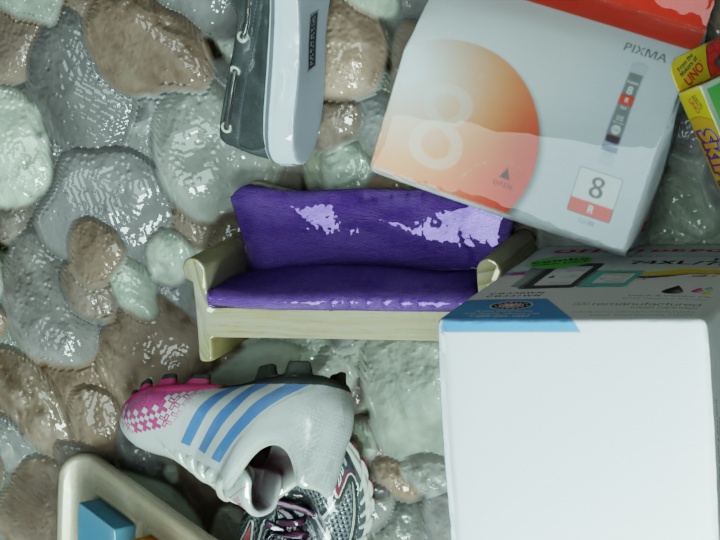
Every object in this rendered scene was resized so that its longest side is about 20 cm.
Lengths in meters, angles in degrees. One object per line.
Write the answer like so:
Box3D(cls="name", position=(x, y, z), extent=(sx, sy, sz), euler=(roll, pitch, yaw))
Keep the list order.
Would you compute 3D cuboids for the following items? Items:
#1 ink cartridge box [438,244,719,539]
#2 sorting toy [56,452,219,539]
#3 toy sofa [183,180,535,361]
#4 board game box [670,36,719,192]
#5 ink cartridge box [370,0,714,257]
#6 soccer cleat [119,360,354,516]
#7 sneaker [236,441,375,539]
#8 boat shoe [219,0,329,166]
Box3D(cls="ink cartridge box", position=(0.145, 0.075, 1.227), extent=(0.146, 0.200, 0.147), euler=(-1, 101, 20))
Box3D(cls="sorting toy", position=(-0.142, 0.232, 1.416), extent=(0.200, 0.036, 0.186), euler=(22, 113, 49))
Box3D(cls="toy sofa", position=(0.000, 0.000, 1.327), extent=(0.199, 0.083, 0.098), euler=(0, 104, 20))
Box3D(cls="board game box", position=(0.246, -0.041, 1.223), extent=(0.030, 0.095, 0.201), euler=(-22, 94, 62))
Box3D(cls="ink cartridge box", position=(0.110, -0.127, 1.258), extent=(0.161, 0.050, 0.201), euler=(19, 101, 16))
Box3D(cls="soccer cleat", position=(-0.084, 0.108, 1.354), extent=(0.199, 0.070, 0.087), euler=(-12, 66, 47))
Box3D(cls="sneaker", position=(-0.046, 0.190, 1.395), extent=(0.080, 0.075, 0.201), euler=(17, 108, 16))
Box3D(cls="boat shoe", position=(-0.052, -0.161, 1.317), extent=(0.056, 0.069, 0.201), euler=(11, 109, 18))
